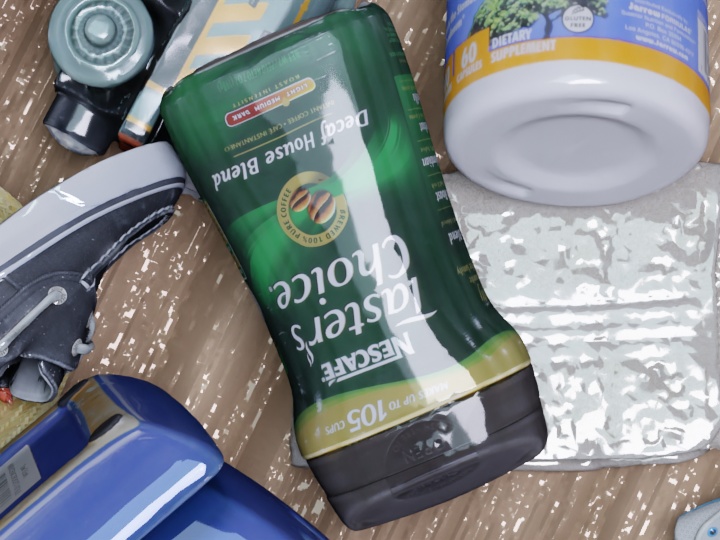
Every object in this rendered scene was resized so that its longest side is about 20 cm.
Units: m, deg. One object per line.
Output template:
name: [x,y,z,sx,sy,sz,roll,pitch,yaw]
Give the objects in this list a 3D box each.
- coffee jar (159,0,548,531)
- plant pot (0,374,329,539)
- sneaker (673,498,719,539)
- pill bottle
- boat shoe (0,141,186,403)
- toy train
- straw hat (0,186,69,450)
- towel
coffee jar: [0.000,0.000,0.984,0.104,0.085,0.201,-23,90,6]
plant pot: [-0.092,0.157,0.926,0.200,0.200,0.180,-41,101,-6]
sneaker: [0.181,0.106,1.011,0.086,0.075,0.201,25,82,13]
pill bottle: [0.092,-0.139,1.025,0.111,0.112,0.202,0,65,3]
boat shoe: [-0.139,0.021,0.977,0.200,0.072,0.068,-37,85,-30]
toy train: [-0.059,-0.130,1.061,0.113,0.085,0.201,28,83,-2]
straw hat: [-0.229,0.036,1.031,0.199,0.085,0.202,15,53,-20]
towel: [0.068,0.020,1.050,0.198,0.034,0.134,-1,79,4]
